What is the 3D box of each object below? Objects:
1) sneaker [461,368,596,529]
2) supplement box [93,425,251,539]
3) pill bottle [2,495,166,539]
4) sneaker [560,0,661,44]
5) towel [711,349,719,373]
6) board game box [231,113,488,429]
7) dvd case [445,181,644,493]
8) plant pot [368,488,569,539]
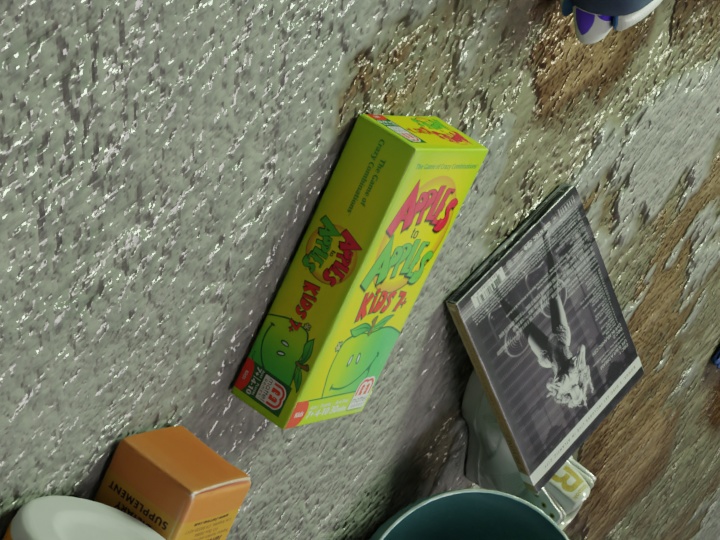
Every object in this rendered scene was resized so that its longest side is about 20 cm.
[{"bbox_3d":[0.146,0.140,1.648,0.074,0.115,0.200,-43,151,-23],"label":"sneaker"},{"bbox_3d":[-0.143,0.198,1.233,0.069,0.066,0.201,-10,128,-58],"label":"supplement box"},{"bbox_3d":[-0.184,0.240,1.152,0.112,0.112,0.201,-1,120,-62],"label":"pill bottle"},{"bbox_3d":[0.154,-0.197,1.287,0.200,0.080,0.147,-39,147,-45],"label":"sneaker"},{"bbox_3d":[0.456,0.046,2.235,0.200,0.024,0.145,0,118,-64],"label":"towel"},{"bbox_3d":[0.000,0.000,1.281,0.101,0.048,0.201,-6,125,-60],"label":"board game box"},{"bbox_3d":[0.148,0.054,1.567,0.149,0.016,0.201,-44,128,-27],"label":"dvd case"},{"bbox_3d":[0.070,0.275,1.616,0.200,0.200,0.135,-50,-170,-13],"label":"plant pot"}]
